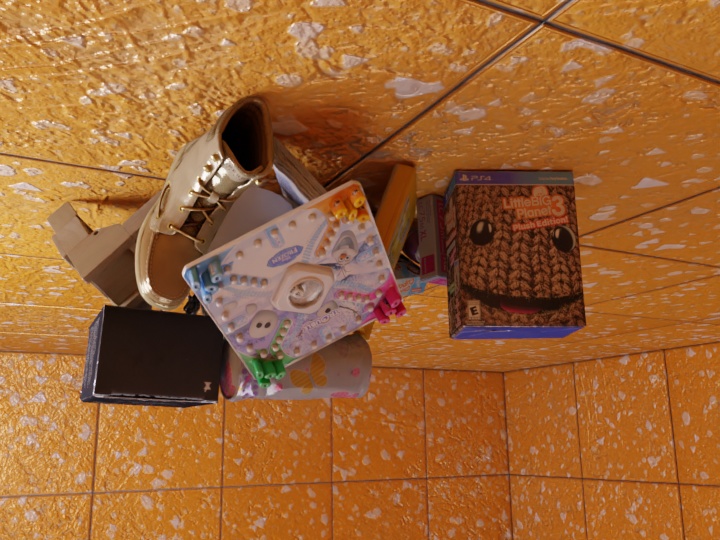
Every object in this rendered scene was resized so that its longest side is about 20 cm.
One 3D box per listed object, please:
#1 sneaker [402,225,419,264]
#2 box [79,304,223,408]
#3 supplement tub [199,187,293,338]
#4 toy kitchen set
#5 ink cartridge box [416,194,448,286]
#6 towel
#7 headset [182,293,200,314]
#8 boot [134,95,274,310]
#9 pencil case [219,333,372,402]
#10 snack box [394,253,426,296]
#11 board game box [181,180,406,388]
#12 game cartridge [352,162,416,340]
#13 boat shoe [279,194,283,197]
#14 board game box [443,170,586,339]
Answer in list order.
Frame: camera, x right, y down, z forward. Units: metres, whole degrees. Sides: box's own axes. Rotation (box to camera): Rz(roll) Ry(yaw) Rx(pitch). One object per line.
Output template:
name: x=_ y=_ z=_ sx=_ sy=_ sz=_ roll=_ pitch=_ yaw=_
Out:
sneaker: x=0.168 y=-0.012 z=1.132 sx=0.198 sy=0.074 sz=0.114 roll=7 pitch=-165 yaw=-32
box: x=-0.267 y=0.116 z=0.896 sx=0.146 sy=0.106 sz=0.199 roll=9 pitch=165 yaw=-25
supplement tub: x=-0.139 y=0.002 z=0.903 sx=0.142 sy=0.147 sz=0.201 roll=1 pitch=151 yaw=-6
toy kitchen set: x=-0.293 y=-0.036 z=0.982 sx=0.199 sy=0.180 sz=0.164 roll=37 pitch=166 yaw=46
ink cartridge box: x=0.165 y=-0.031 z=1.039 sx=0.198 sy=0.122 sz=0.042 roll=12 pitch=159 yaw=-41
towel: x=-0.056 y=-0.059 z=0.847 sx=0.024 sy=0.147 sz=0.201 roll=-37 pitch=158 yaw=-12
headset: x=-0.291 y=-0.005 z=1.077 sx=0.198 sy=0.095 sz=0.123 roll=24 pitch=173 yaw=38
boot: x=-0.156 y=-0.067 z=0.714 sx=0.072 sy=0.203 sz=0.155 roll=28 pitch=152 yaw=-28
pencil case: x=-0.082 y=0.122 z=0.905 sx=0.197 sy=0.085 sz=0.090 roll=3 pitch=-170 yaw=-30
snack box: x=0.000 y=0.000 z=1.078 sx=0.198 sy=0.038 sz=0.116 roll=-6 pitch=-145 yaw=-44
board game box: x=-0.059 y=0.025 z=0.759 sx=0.198 sy=0.026 sz=0.201 roll=-27 pitch=135 yaw=-4
game cartridge: x=0.029 y=-0.017 z=0.931 sx=0.032 sy=0.203 sz=0.176 roll=17 pitch=169 yaw=8
boat shoe: x=-0.152 y=-0.070 z=0.989 sx=0.196 sy=0.063 sz=0.075 roll=2 pitch=168 yaw=-5
board game box: x=0.196 y=-0.018 z=0.922 sx=0.156 sy=0.204 sz=0.097 roll=-1 pitch=166 yaw=-3
